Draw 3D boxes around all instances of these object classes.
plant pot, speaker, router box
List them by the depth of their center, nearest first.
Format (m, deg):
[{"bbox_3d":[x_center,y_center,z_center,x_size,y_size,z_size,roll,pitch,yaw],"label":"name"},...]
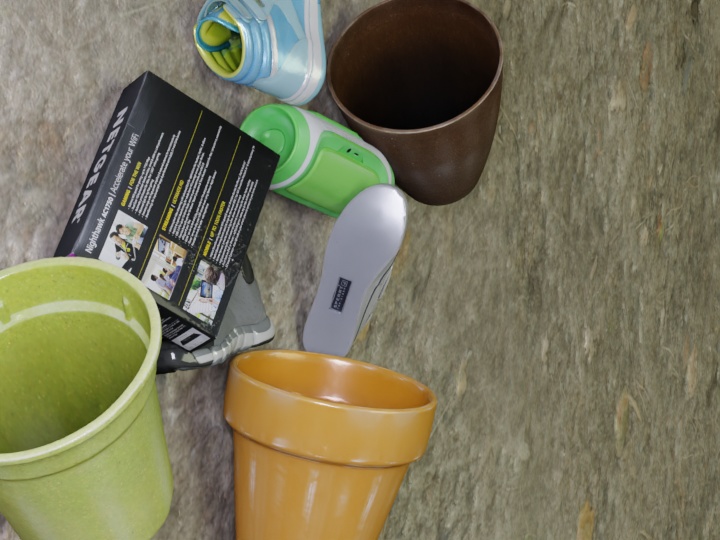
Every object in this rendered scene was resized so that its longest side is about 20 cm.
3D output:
[{"bbox_3d":[-0.227,0.125,1.414,0.185,0.199,0.201,75,30,-43],"label":"plant pot"},{"bbox_3d":[-0.165,-0.052,1.589,0.149,0.051,0.201,33,56,-23],"label":"router box"},{"bbox_3d":[-0.041,0.190,1.744,0.200,0.199,0.184,-7,110,-61],"label":"plant pot"},{"bbox_3d":[-0.043,-0.106,1.842,0.200,0.088,0.089,22,70,-59],"label":"speaker"},{"bbox_3d":[0.072,-0.164,1.989,0.200,0.186,0.188,73,29,-55],"label":"plant pot"}]

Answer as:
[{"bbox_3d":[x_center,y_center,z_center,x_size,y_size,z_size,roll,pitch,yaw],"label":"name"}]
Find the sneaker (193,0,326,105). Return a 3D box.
[{"bbox_3d":[-0.105,-0.262,1.750,0.130,0.079,0.201,8,62,-42],"label":"sneaker"}]

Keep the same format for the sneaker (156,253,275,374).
[{"bbox_3d":[-0.148,0.026,1.672,0.200,0.075,0.116,-21,101,-69],"label":"sneaker"}]

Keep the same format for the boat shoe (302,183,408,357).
[{"bbox_3d":[0.000,0.000,1.879,0.066,0.072,0.201,-43,152,-71],"label":"boat shoe"}]
